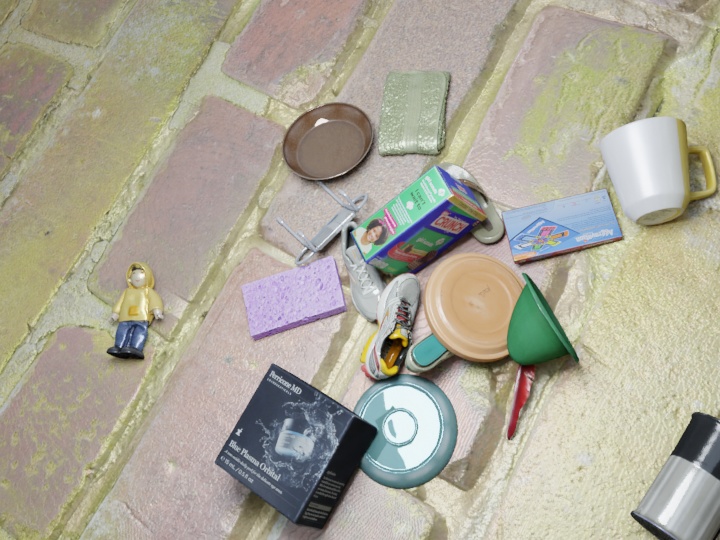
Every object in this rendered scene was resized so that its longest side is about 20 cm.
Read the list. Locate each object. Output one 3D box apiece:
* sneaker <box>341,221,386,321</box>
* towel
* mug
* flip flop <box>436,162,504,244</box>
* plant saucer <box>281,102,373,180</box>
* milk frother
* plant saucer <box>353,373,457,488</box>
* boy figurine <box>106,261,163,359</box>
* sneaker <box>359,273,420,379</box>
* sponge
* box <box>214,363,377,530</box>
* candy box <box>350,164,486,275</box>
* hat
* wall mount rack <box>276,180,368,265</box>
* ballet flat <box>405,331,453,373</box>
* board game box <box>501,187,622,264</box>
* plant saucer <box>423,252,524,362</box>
[{"bbox_3d":[0.000,0.000,1.457,0.075,0.092,0.202,-23,64,5],"label":"sneaker"},{"bbox_3d":[0.108,-0.329,1.596,0.146,0.037,0.203,1,68,18],"label":"towel"},{"bbox_3d":[0.526,-0.170,1.351,0.184,0.149,0.156,-12,72,18],"label":"mug"},{"bbox_3d":[0.203,-0.136,1.474,0.081,0.058,0.201,-33,63,1],"label":"flip flop"},{"bbox_3d":[-0.066,-0.262,1.609,0.197,0.037,0.203,-7,59,12],"label":"plant saucer"},{"bbox_3d":[0.520,0.324,1.109,0.179,0.200,0.189,33,80,21],"label":"milk frother"},{"bbox_3d":[0.071,0.277,1.356,0.197,0.027,0.203,-6,67,14],"label":"plant saucer"},{"bbox_3d":[-0.453,0.078,1.574,0.122,0.064,0.203,1,71,20],"label":"boy figurine"},{"bbox_3d":[0.069,0.102,1.389,0.082,0.077,0.203,-6,63,62],"label":"sneaker"},{"bbox_3d":[-0.131,0.053,1.508,0.197,0.030,0.113,-18,64,8],"label":"sponge"},{"bbox_3d":[-0.111,0.302,1.333,0.195,0.117,0.202,26,80,30],"label":"box"},{"bbox_3d":[0.108,-0.082,1.390,0.199,0.168,0.078,-39,63,19],"label":"candy box"},{"bbox_3d":[0.255,0.131,1.302,0.175,0.166,0.201,-33,45,14],"label":"hat"},{"bbox_3d":[-0.084,-0.109,1.540,0.200,0.075,0.174,-45,22,-6],"label":"wall mount rack"},{"bbox_3d":[0.158,0.119,1.373,0.198,0.062,0.068,-26,74,-21],"label":"ballet flat"},{"bbox_3d":[0.367,-0.082,1.416,0.197,0.019,0.104,-12,64,5],"label":"board game box"},{"bbox_3d":[0.209,0.060,1.358,0.197,0.032,0.203,5,65,-11],"label":"plant saucer"}]
